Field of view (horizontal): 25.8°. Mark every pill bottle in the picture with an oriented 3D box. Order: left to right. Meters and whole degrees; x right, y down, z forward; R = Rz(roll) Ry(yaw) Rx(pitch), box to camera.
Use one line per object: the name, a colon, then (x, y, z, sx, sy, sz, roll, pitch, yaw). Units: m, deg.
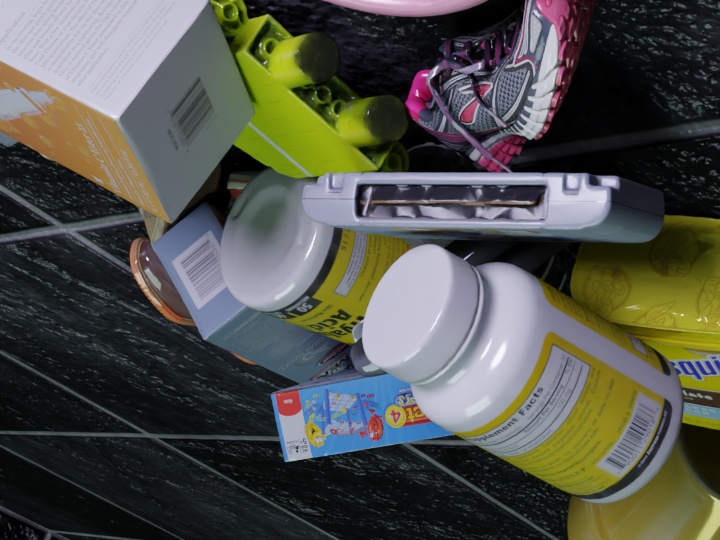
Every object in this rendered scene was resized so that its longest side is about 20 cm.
pill bottle: (0.000, 0.000, 1.189, 0.111, 0.112, 0.199, -4, 162, 45)
pill bottle: (0.102, 0.063, 1.003, 0.199, 0.112, 0.111, 30, 156, -30)

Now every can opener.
can opener: (0.080, 0.008, 1.072, 0.053, 0.200, 0.067, 47, -172, -31)

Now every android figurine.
android figurine: (-0.052, -0.114, 1.041, 0.182, 0.041, 0.200, 39, 163, -23)

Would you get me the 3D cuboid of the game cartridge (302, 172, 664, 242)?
game cartridge: (0.081, -0.038, 0.978, 0.199, 0.042, 0.133, 2, 174, 27)

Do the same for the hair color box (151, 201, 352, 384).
hair color box: (-0.080, 0.025, 1.289, 0.099, 0.061, 0.200, 58, -168, 27)

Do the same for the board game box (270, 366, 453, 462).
board game box: (0.059, 0.097, 1.266, 0.195, 0.056, 0.200, -12, 179, 24)

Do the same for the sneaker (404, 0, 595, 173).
sneaker: (0.078, -0.113, 0.911, 0.074, 0.081, 0.200, 24, 159, -5)

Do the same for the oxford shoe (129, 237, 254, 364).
oxford shoe: (-0.128, 0.018, 1.445, 0.073, 0.072, 0.200, -23, 142, 32)

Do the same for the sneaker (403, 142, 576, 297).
sneaker: (0.085, -0.025, 1.146, 0.200, 0.074, 0.079, 38, 162, -27)

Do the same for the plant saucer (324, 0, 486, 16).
plant saucer: (-0.005, -0.206, 0.796, 0.199, 0.051, 0.201, 16, 159, 6)

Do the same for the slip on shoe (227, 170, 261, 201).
slip on shoe: (-0.038, -0.018, 1.266, 0.074, 0.062, 0.200, 3, 152, 40)

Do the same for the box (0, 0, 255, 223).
box: (-0.183, -0.136, 0.988, 0.199, 0.098, 0.125, 27, 161, 23)

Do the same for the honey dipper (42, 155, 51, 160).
honey dipper: (-0.191, -0.126, 1.180, 0.038, 0.038, 0.200, 30, 152, -26)

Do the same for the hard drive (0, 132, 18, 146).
hard drive: (-0.323, -0.168, 1.186, 0.199, 0.033, 0.139, 31, 156, -26)

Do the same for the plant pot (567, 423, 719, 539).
plant pot: (0.296, 0.191, 1.329, 0.199, 0.202, 0.189, 19, 143, 0)

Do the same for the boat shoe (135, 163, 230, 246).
boat shoe: (-0.148, -0.072, 1.242, 0.065, 0.071, 0.200, 53, 162, 11)

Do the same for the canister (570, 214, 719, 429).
canister: (0.255, 0.045, 1.136, 0.148, 0.087, 0.200, 5, 156, 33)
